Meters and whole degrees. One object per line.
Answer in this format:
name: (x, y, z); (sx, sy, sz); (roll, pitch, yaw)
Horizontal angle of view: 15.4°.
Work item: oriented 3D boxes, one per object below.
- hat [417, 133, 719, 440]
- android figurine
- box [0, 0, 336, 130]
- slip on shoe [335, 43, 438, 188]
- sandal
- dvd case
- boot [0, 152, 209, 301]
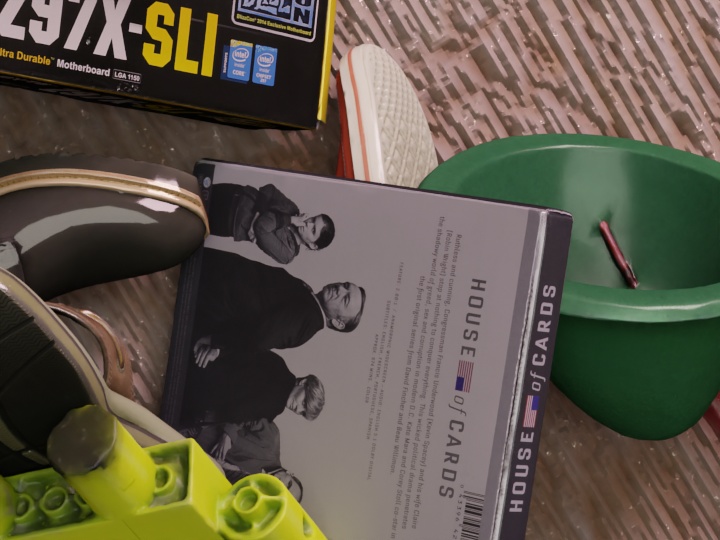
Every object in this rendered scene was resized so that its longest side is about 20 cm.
hat: (0.113, 0.057, 1.157); (0.200, 0.166, 0.176); (23, 124, 33)
android figurine: (-0.099, 0.125, 1.090); (0.182, 0.200, 0.041); (-12, 51, 15)
box: (-0.095, -0.149, 1.112); (0.200, 0.049, 0.160); (9, 87, -42)
slip on shoe: (0.000, 0.000, 1.158); (0.061, 0.074, 0.201); (-5, 82, 24)
sandal: (-0.122, 0.049, 1.067); (0.080, 0.201, 0.057); (-15, 56, 19)
dvd case: (-0.005, 0.038, 1.100); (0.025, 0.200, 0.151); (7, 92, -47)
boot: (-0.160, 0.032, 1.111); (0.199, 0.078, 0.139); (-9, 57, 6)
